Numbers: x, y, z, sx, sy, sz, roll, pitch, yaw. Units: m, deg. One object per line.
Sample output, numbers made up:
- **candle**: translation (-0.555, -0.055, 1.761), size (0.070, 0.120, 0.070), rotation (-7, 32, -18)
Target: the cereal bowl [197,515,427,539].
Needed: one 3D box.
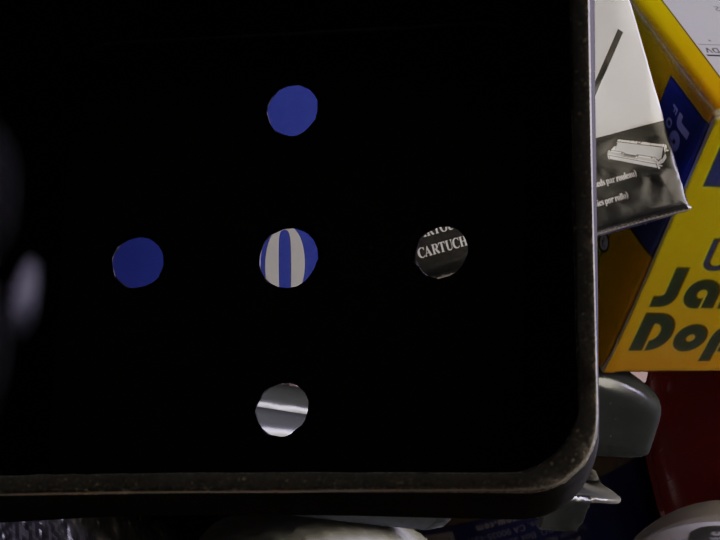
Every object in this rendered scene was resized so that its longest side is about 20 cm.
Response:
- **cereal bowl**: translation (0.017, 0.167, 0.808), size (0.200, 0.083, 0.200), rotation (-16, 90, -76)

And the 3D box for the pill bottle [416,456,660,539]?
- **pill bottle**: translation (0.084, 0.153, 0.998), size (0.116, 0.116, 0.200), rotation (-41, 114, -73)

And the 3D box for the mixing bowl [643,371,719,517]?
- **mixing bowl**: translation (0.173, 0.076, 0.965), size (0.200, 0.108, 0.200), rotation (-17, 90, -76)

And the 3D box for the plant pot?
- **plant pot**: translation (-0.036, -0.029, 0.588), size (0.177, 0.199, 0.200), rotation (55, 34, -71)

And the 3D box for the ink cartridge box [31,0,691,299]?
- **ink cartridge box**: translation (-0.007, -0.036, 0.746), size (0.044, 0.200, 0.094), rotation (-20, -93, 68)

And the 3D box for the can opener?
- **can opener**: translation (0.011, 0.051, 0.806), size (0.200, 0.053, 0.067), rotation (6, 105, -41)

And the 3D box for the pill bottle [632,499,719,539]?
- **pill bottle**: translation (0.113, 0.146, 0.792), size (0.200, 0.114, 0.114), rotation (-42, 114, -73)

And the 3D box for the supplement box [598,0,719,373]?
- **supplement box**: translation (0.109, -0.068, 0.883), size (0.200, 0.109, 0.110), rotation (-117, -143, -45)
